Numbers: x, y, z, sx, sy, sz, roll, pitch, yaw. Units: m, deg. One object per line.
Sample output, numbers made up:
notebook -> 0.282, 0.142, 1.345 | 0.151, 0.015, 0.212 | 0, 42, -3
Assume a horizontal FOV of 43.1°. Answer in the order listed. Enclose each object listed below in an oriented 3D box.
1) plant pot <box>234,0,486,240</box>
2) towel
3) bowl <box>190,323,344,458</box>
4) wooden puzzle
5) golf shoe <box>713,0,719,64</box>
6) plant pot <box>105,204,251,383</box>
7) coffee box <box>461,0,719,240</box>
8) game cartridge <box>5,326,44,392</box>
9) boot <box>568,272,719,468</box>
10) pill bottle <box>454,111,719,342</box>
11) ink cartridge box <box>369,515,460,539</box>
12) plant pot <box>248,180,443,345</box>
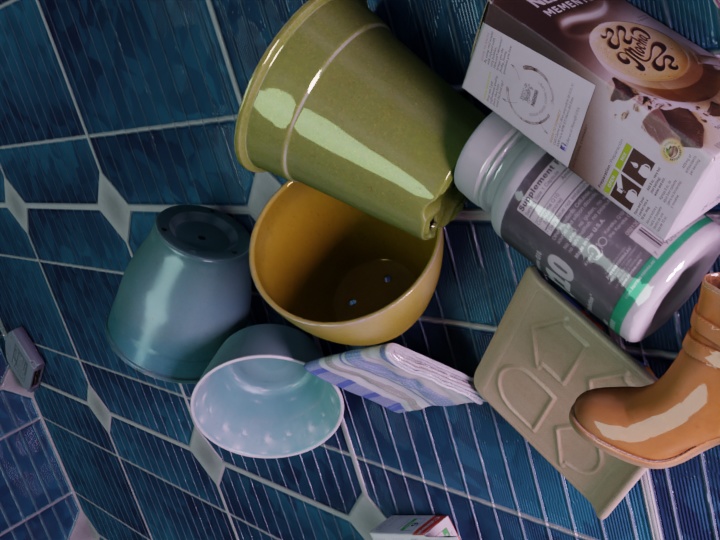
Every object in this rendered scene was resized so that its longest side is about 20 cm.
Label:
plant pot -> 0.020, -0.129, 0.847 | 0.190, 0.200, 0.200 | 35, 139, 14
towel -> 0.038, 0.127, 1.045 | 0.147, 0.024, 0.200 | 26, 157, -24
bowl -> -0.123, 0.148, 1.224 | 0.105, 0.200, 0.201 | -94, 8, -49
wooden puzzle -> 0.207, 0.115, 0.878 | 0.200, 0.046, 0.186 | 48, 144, 26
golf shoe -> 0.250, -0.211, 0.567 | 0.091, 0.075, 0.201 | 7, 118, 54
plant pot -> -0.236, 0.021, 1.268 | 0.200, 0.200, 0.188 | 40, 125, 28
coffee box -> 0.188, -0.128, 0.667 | 0.200, 0.113, 0.080 | 42, 141, 25
game cartridge -> -0.869, 0.225, 2.355 | 0.134, 0.040, 0.200 | 52, 145, 8
boot -> 0.251, 0.072, 0.676 | 0.199, 0.074, 0.155 | 3, 125, 24
pill bottle -> 0.178, -0.046, 0.737 | 0.200, 0.113, 0.113 | 43, 142, 26
ink cartridge box -> 0.103, 0.378, 1.190 | 0.200, 0.050, 0.109 | -23, 94, 55
plant pot -> 0.000, 0.000, 0.959 | 0.200, 0.200, 0.142 | 37, 166, 31
